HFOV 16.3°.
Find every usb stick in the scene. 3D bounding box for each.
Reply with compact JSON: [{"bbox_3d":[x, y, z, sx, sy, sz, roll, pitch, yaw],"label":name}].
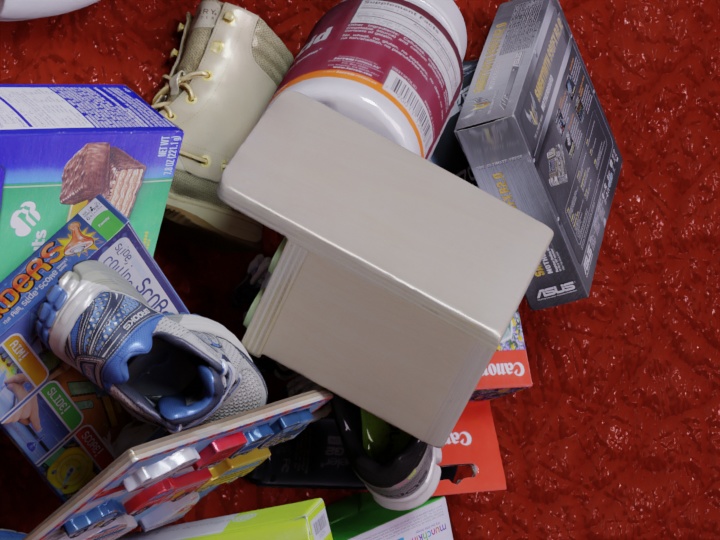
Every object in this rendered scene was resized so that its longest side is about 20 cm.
[{"bbox_3d":[-0.004,0.130,1.812,0.199,0.033,0.056,6,91,-43],"label":"usb stick"}]

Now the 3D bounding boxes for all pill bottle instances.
[{"bbox_3d":[0.006,-0.120,1.726,0.114,0.114,0.200,62,27,-22],"label":"pill bottle"}]

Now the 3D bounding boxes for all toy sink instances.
[{"bbox_3d":[0.000,0.000,1.598,0.199,0.112,0.130,28,37,2],"label":"toy sink"}]

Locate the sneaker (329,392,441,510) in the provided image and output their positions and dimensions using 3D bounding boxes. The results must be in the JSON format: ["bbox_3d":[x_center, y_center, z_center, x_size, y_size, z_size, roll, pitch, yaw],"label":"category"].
[{"bbox_3d":[0.017,0.058,1.687,0.087,0.073,0.201,33,54,-76],"label":"sneaker"}]

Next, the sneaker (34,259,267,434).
[{"bbox_3d":[-0.110,0.067,1.501,0.077,0.085,0.200,-55,144,4],"label":"sneaker"}]

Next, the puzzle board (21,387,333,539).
[{"bbox_3d":[-0.120,0.133,1.551,0.200,0.151,0.017,-14,68,-54],"label":"puzzle board"}]

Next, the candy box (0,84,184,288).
[{"bbox_3d":[-0.220,-0.022,1.515,0.199,0.077,0.170,-4,119,-41],"label":"candy box"}]

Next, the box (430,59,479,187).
[{"bbox_3d":[0.048,-0.045,1.859,0.200,0.043,0.161,-33,111,-39],"label":"box"}]

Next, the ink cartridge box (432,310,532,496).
[{"bbox_3d":[0.065,0.055,1.781,0.109,0.050,0.201,-1,76,-43],"label":"ink cartridge box"}]

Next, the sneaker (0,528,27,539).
[{"bbox_3d":[-0.253,0.205,1.537,0.199,0.089,0.079,-8,95,-43],"label":"sneaker"}]

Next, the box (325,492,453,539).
[{"bbox_3d":[-0.020,0.267,1.748,0.200,0.096,0.177,-20,102,-42],"label":"box"}]

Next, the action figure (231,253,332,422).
[{"bbox_3d":[-0.066,0.056,1.709,0.200,0.102,0.119,-32,92,-36],"label":"action figure"}]

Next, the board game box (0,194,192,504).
[{"bbox_3d":[-0.162,0.061,1.544,0.135,0.034,0.200,-42,142,-11],"label":"board game box"}]

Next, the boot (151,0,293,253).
[{"bbox_3d":[-0.127,-0.112,1.677,0.200,0.073,0.156,24,73,-42],"label":"boot"}]

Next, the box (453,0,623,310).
[{"bbox_3d":[0.134,-0.091,1.861,0.159,0.048,0.200,64,25,-26],"label":"box"}]

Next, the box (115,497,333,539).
[{"bbox_3d":[-0.107,0.226,1.627,0.048,0.199,0.123,-35,113,-71],"label":"box"}]

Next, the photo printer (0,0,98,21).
[{"bbox_3d":[-0.208,-0.265,1.609,0.166,0.069,0.201,-31,110,-41],"label":"photo printer"}]
